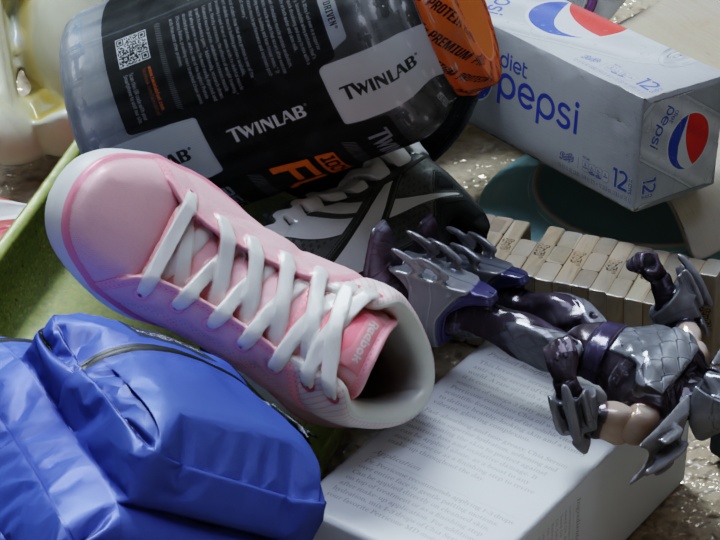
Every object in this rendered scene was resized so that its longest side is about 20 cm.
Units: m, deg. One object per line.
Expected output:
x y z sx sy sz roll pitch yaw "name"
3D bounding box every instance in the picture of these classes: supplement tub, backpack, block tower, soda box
-0.039 -0.104 1.278 0.199 0.123 0.123 -20 29 15 "supplement tub"
-0.113 0.107 1.127 0.162 0.168 0.200 27 6 -37 "backpack"
0.093 0.011 1.382 0.199 0.054 0.058 11 35 20 "block tower"
0.110 -0.105 1.427 0.063 0.069 0.200 -18 33 -34 "soda box"

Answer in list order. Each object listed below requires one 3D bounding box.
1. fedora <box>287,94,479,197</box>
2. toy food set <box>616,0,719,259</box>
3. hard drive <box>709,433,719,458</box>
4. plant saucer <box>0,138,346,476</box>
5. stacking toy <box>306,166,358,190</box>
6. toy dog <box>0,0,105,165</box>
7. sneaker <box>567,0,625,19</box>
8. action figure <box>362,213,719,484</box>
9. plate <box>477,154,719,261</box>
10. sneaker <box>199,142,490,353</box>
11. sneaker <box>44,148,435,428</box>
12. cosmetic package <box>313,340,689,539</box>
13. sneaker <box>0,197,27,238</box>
-0.031 -0.116 1.387 0.199 0.202 0.092 0 17 3 "fedora"
0.192 -0.088 1.497 0.143 0.061 0.200 -28 38 -17 "toy food set"
0.289 0.100 1.253 0.139 0.033 0.200 -23 39 -30 "hard drive"
-0.089 0.028 1.315 0.199 0.048 0.200 26 43 4 "plant saucer"
-0.072 -0.061 1.492 0.199 0.086 0.086 -11 33 -1 "stacking toy"
-0.115 -0.139 1.529 0.199 0.194 0.140 -14 69 20 "toy dog"
0.074 -0.153 1.571 0.199 0.075 0.100 -27 6 6 "sneaker"
0.100 0.032 1.205 0.199 0.070 0.130 21 29 23 "action figure"
0.166 -0.040 1.486 0.199 0.026 0.200 -1 33 1 "plate"
0.000 0.000 1.295 0.090 0.067 0.200 36 43 15 "sneaker"
-0.044 0.010 1.167 0.104 0.200 0.076 7 64 53 "sneaker"
0.066 0.105 1.219 0.101 0.072 0.200 21 39 30 "cosmetic package"
-0.150 0.012 1.398 0.199 0.079 0.116 -12 52 -18 "sneaker"
